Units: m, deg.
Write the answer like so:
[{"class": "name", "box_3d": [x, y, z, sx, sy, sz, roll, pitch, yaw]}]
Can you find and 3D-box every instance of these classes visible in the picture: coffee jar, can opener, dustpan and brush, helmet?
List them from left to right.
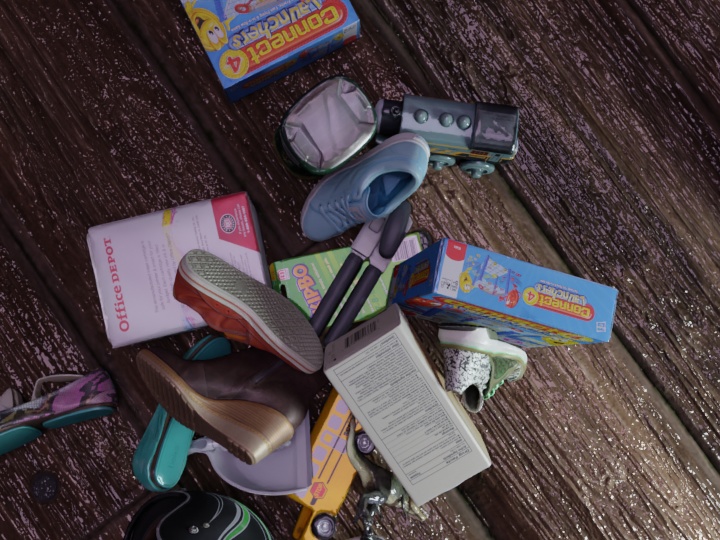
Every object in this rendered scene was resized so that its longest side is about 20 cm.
[{"class": "helmet", "box_3d": [-0.182, 0.347, 0.795, 0.196, 0.191, 0.204, 0, 96, -3]}, {"class": "dustpan and brush", "box_3d": [-0.159, 0.210, 0.866, 0.197, 0.057, 0.142, -18, 63, 26]}, {"class": "coffee jar", "box_3d": [-0.048, -0.161, 0.836, 0.104, 0.200, 0.086, -39, 100, -4]}, {"class": "can opener", "box_3d": [0.000, 0.000, 0.863, 0.053, 0.067, 0.202, 30, 79, 3]}]

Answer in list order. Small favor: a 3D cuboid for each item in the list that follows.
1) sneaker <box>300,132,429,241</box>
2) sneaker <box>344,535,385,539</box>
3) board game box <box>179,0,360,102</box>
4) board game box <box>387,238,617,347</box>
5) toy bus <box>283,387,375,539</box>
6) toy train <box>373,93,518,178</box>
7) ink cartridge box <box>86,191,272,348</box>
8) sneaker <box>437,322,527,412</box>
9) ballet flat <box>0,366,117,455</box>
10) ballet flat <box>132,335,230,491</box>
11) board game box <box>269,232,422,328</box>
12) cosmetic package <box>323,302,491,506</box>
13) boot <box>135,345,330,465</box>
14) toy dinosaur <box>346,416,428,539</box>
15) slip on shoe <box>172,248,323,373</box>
[{"class": "sneaker", "box_3d": [-0.004, -0.087, 0.849, 0.074, 0.082, 0.199, 41, 122, -21]}, {"class": "sneaker", "box_3d": [-0.035, 0.405, 0.824, 0.199, 0.112, 0.078, -38, 120, 3]}, {"class": "board game box", "box_3d": [-0.129, -0.356, 0.922, 0.198, 0.056, 0.198, -28, 86, -3]}, {"class": "board game box", "box_3d": [0.149, 0.033, 0.801, 0.197, 0.196, 0.057, 16, 80, -8]}, {"class": "toy bus", "box_3d": [-0.034, 0.231, 0.869, 0.077, 0.065, 0.202, 26, 85, 1]}, {"class": "toy train", "box_3d": [0.105, -0.174, 0.882, 0.196, 0.114, 0.087, 9, 84, 0]}, {"class": "ink cartridge box", "box_3d": [-0.216, 0.000, 0.876, 0.197, 0.086, 0.150, -13, 87, -2]}, {"class": "sneaker", "box_3d": [0.136, 0.121, 0.827, 0.076, 0.199, 0.090, 7, 77, 34]}, {"class": "ballet flat", "box_3d": [-0.400, 0.172, 0.874, 0.197, 0.069, 0.072, -20, 68, -7]}, {"class": "ballet flat", "box_3d": [-0.225, 0.166, 0.864, 0.070, 0.067, 0.202, -5, 54, 37]}, {"class": "board game box", "box_3d": [-0.012, 0.018, 0.908, 0.196, 0.030, 0.097, -11, 85, -5]}, {"class": "cosmetic package", "box_3d": [0.052, 0.152, 0.799, 0.104, 0.071, 0.202, -30, 105, 8]}, {"class": "boot", "box_3d": [-0.143, 0.118, 0.837, 0.199, 0.073, 0.166, 34, 48, 12]}, {"class": "toy dinosaur", "box_3d": [0.018, 0.261, 0.823, 0.047, 0.201, 0.089, -6, 46, 31]}, {"class": "slip on shoe", "box_3d": [-0.127, 0.055, 0.808, 0.199, 0.074, 0.061, 35, 121, -9]}]
